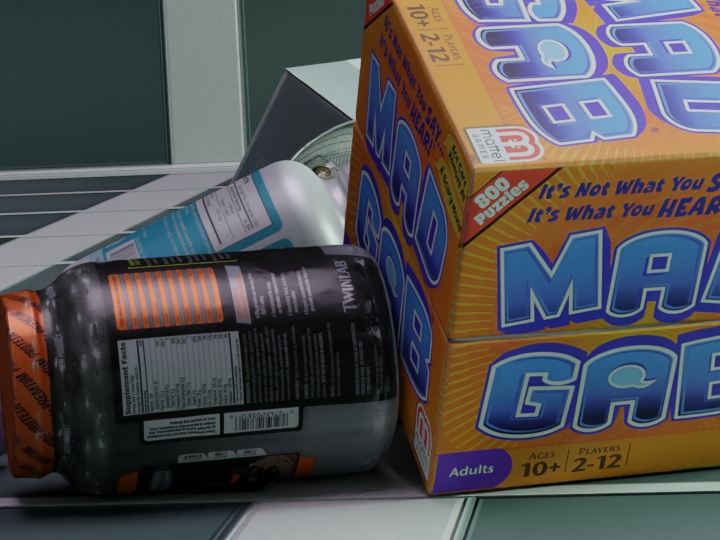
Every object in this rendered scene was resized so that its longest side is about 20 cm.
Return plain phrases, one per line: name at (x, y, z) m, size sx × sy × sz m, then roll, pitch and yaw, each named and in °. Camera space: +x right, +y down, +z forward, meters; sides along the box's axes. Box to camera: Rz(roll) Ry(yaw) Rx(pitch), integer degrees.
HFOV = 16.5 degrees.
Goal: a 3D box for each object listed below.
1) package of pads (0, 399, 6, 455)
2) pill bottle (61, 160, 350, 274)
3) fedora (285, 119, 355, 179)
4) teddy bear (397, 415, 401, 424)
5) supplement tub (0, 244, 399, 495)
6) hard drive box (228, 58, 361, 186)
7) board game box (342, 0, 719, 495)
package of pads at (-0.277, 0.083, 1.316) m, size 0.120 × 0.076 × 0.200 m, roll 0°, pitch 7°, yaw 15°
pill bottle at (-0.070, 0.007, 1.468) m, size 0.199 × 0.111 × 0.111 m, roll -26°, pitch 7°, yaw 1°
fedora at (0.000, 0.000, 1.596) m, size 0.090 × 0.178 × 0.199 m, roll 25°, pitch 32°, yaw 32°
teddy bear at (0.038, 0.064, 1.465) m, size 0.144 × 0.067 × 0.200 m, roll 2°, pitch -2°, yaw -19°
supplement tub at (-0.087, 0.053, 1.299) m, size 0.198 × 0.124 × 0.122 m, roll -4°, pitch 7°, yaw -12°
hard drive box at (-0.025, -0.044, 1.737) m, size 0.077 × 0.201 × 0.156 m, roll 38°, pitch 25°, yaw 22°
board game box at (0.114, -0.031, 1.292) m, size 0.198 × 0.201 × 0.200 m, roll -5°, pitch 37°, yaw -14°
